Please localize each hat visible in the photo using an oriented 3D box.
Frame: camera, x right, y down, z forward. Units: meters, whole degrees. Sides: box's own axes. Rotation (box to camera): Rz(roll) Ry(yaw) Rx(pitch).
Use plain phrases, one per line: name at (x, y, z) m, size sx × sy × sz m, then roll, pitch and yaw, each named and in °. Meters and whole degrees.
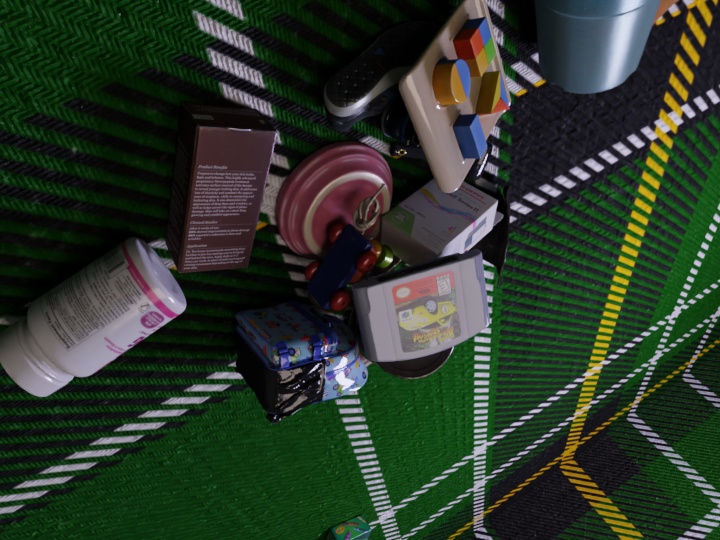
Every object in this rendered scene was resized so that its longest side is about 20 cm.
hat at (0.236, -0.064, 1.038) m, size 0.080 × 0.202 × 0.202 m, roll 3°, pitch 137°, yaw 11°

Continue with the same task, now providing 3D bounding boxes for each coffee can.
coffee can at (0.063, 0.098, 0.935) m, size 0.146 × 0.147 × 0.200 m, roll -33°, pitch -179°, yaw -9°

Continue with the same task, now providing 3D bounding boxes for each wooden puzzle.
wooden puzzle at (0.144, -0.234, 0.733) m, size 0.201 × 0.046 × 0.186 m, roll -54°, pitch 135°, yaw -25°

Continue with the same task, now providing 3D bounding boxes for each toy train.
toy train at (0.013, -0.032, 0.830) m, size 0.115 × 0.085 × 0.201 m, roll 9°, pitch 121°, yaw -55°

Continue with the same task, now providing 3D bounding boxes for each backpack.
backpack at (-0.087, 0.130, 0.891) m, size 0.198 × 0.182 × 0.136 m, roll -8°, pitch 115°, yaw -30°

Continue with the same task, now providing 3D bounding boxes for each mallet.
mallet at (0.136, -0.195, 0.890) m, size 0.198 × 0.041 × 0.066 m, roll 5°, pitch 122°, yaw -37°

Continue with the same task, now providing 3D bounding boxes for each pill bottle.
pill bottle at (-0.331, 0.058, 0.684) m, size 0.199 × 0.114 × 0.114 m, roll -35°, pitch 140°, yaw -6°

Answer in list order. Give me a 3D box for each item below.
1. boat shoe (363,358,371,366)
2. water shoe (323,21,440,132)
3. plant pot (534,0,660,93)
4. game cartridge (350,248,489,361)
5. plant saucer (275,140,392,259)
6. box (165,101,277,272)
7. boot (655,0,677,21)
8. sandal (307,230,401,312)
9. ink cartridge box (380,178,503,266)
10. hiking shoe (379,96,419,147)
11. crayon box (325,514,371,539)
boat shoe at (0.004, 0.141, 1.058) m, size 0.200 × 0.075 × 0.073 m, roll -48°, pitch 140°, yaw 7°
water shoe at (0.032, -0.261, 0.735) m, size 0.199 × 0.072 × 0.079 m, roll -33°, pitch 169°, yaw -14°
plant pot at (0.330, -0.374, 0.772) m, size 0.199 × 0.201 × 0.197 m, roll -35°, pitch 148°, yaw -6°
game cartridge at (0.093, 0.057, 0.803) m, size 0.198 × 0.041 × 0.135 m, roll -16°, pitch 114°, yaw -9°
plant saucer at (-0.029, -0.094, 0.836) m, size 0.199 × 0.051 × 0.202 m, roll -21°, pitch 137°, yaw -21°
box at (-0.181, -0.100, 0.693) m, size 0.099 × 0.075 × 0.202 m, roll -5°, pitch 130°, yaw -35°
boot at (0.485, -0.434, 0.924) m, size 0.197 × 0.074 × 0.156 m, roll -2°, pitch 127°, yaw -22°
sandal at (0.000, 0.000, 0.939) m, size 0.199 × 0.081 × 0.054 m, roll -39°, pitch -177°, yaw -8°
ink cartridge box at (0.139, -0.087, 0.891) m, size 0.199 × 0.117 × 0.068 m, roll -39°, pitch 148°, yaw -29°
hiking shoe at (0.127, -0.231, 0.807) m, size 0.198 × 0.087 × 0.075 m, roll -29°, pitch 139°, yaw -15°
crayon box at (-0.052, 0.834, 1.656) m, size 0.118 × 0.058 × 0.202 m, roll -8°, pitch 130°, yaw -34°
